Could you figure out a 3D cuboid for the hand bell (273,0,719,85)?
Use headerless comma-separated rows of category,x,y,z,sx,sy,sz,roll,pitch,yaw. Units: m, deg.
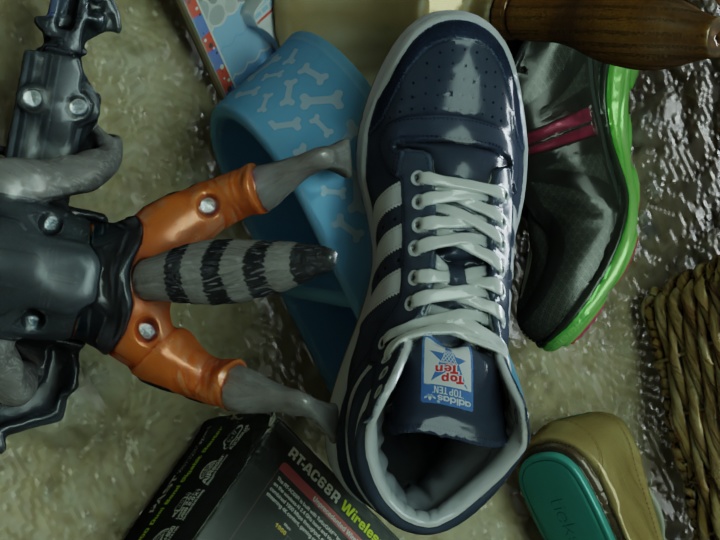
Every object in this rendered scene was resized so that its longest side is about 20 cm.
hand bell,0.069,-0.104,1.149,0.104,0.199,0.105,-14,110,-44

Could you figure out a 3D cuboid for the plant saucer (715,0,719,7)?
plant saucer,0.214,-0.103,1.283,0.037,0.200,0.200,-39,113,13

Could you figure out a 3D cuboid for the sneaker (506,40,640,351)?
sneaker,0.082,-0.062,1.255,0.083,0.077,0.202,6,78,-17

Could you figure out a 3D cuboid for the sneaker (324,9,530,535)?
sneaker,0.033,0.004,1.060,0.070,0.109,0.201,8,99,-10

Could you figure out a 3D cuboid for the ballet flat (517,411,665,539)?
ballet flat,0.132,0.157,1.264,0.063,0.068,0.201,-29,104,-50

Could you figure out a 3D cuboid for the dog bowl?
dog bowl,0.000,0.000,1.162,0.049,0.111,0.201,-31,103,-17

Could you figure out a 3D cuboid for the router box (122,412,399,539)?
router box,-0.027,0.180,1.148,0.200,0.062,0.150,47,63,-22

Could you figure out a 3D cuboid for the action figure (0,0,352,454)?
action figure,-0.101,-0.026,1.067,0.192,0.105,0.202,2,89,2

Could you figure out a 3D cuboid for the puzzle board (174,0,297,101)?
puzzle board,-0.018,-0.187,1.195,0.200,0.017,0.151,-45,127,-29

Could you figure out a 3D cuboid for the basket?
basket,0.241,0.077,1.273,0.142,0.149,0.201,1,70,-37
